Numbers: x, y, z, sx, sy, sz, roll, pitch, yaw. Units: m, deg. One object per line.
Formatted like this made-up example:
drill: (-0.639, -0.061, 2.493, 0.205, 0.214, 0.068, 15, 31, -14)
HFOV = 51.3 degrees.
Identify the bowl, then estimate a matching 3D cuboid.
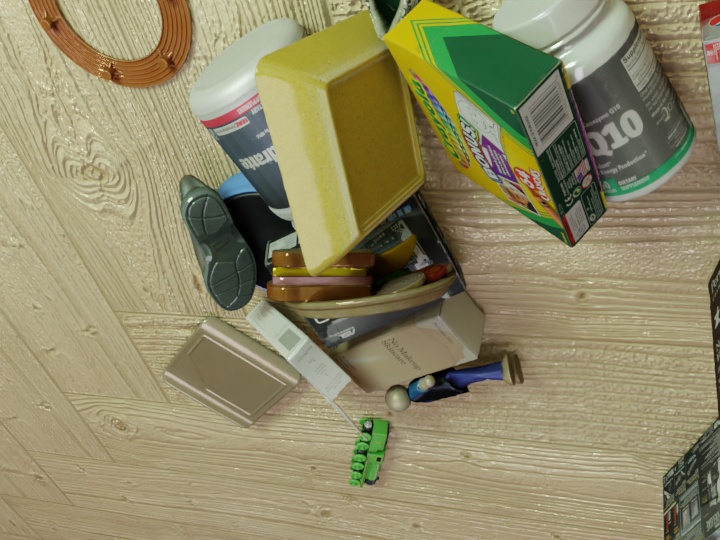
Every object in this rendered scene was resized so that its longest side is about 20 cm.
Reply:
bowl: (-0.106, -0.042, 0.982, 0.198, 0.040, 0.202, 11, 137, 10)

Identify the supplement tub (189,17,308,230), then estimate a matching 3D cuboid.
supplement tub: (-0.069, -0.144, 0.788, 0.139, 0.141, 0.200, -17, 126, 33)

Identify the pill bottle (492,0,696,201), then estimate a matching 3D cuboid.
pill bottle: (0.211, -0.169, 0.677, 0.112, 0.114, 0.200, -22, 123, 36)

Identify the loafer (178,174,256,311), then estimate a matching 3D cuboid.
loafer: (-0.182, -0.036, 0.955, 0.071, 0.063, 0.201, -25, 136, -14)

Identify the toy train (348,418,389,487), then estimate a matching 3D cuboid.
toy train: (0.015, 0.322, 1.310, 0.056, 0.042, 0.201, 7, 137, -2)

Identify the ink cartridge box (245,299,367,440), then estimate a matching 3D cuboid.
ink cartridge box: (-0.067, 0.135, 1.059, 0.176, 0.045, 0.200, 48, 171, -26)

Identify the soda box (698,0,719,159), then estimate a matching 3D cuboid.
soda box: (0.354, -0.145, 0.679, 0.063, 0.070, 0.201, -7, 131, 27)

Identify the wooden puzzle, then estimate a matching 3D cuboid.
wooden puzzle: (-0.216, 0.170, 1.247, 0.184, 0.037, 0.200, 33, 131, -13)

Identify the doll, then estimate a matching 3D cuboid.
doll: (0.123, 0.159, 1.058, 0.198, 0.049, 0.136, -18, 166, 24)

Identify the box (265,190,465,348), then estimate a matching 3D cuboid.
box: (0.008, -0.005, 0.916, 0.198, 0.050, 0.158, -23, 125, 14)

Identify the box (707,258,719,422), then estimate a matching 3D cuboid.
box: (0.457, 0.046, 0.740, 0.162, 0.201, 0.167, 11, 137, 10)

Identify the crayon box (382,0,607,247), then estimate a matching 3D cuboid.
crayon box: (0.126, -0.132, 0.683, 0.172, 0.058, 0.200, 41, 175, 41)

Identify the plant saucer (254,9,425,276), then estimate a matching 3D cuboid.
plant saucer: (0.000, -0.125, 0.704, 0.048, 0.200, 0.202, 4, 120, 33)

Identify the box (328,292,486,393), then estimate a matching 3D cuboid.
box: (0.062, 0.090, 1.024, 0.199, 0.078, 0.095, -25, 120, 38)

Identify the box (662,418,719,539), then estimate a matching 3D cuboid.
box: (0.484, 0.315, 1.037, 0.049, 0.159, 0.201, 16, 137, 4)

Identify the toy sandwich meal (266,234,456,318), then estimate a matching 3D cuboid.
toy sandwich meal: (0.000, 0.000, 0.789, 0.203, 0.205, 0.071, -5, 97, 25)

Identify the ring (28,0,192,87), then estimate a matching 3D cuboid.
ring: (-0.278, -0.285, 0.814, 0.198, 0.019, 0.202, 11, 136, 10)

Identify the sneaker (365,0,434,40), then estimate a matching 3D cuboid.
sneaker: (0.015, -0.290, 0.645, 0.076, 0.089, 0.201, -4, 132, 25)
